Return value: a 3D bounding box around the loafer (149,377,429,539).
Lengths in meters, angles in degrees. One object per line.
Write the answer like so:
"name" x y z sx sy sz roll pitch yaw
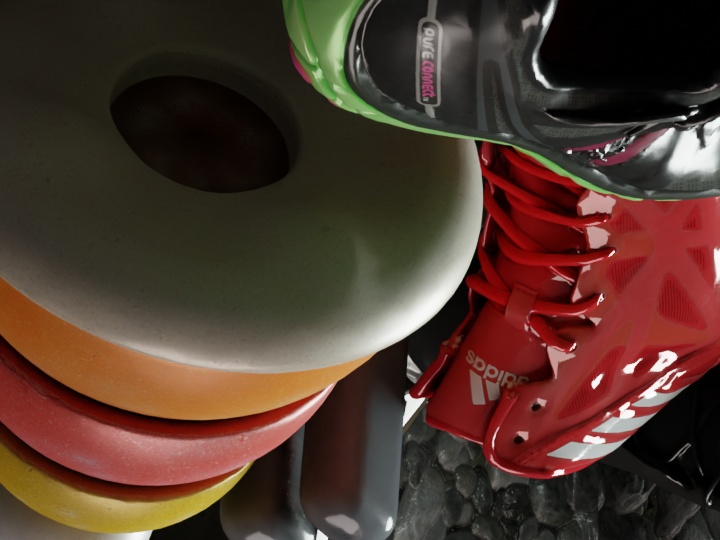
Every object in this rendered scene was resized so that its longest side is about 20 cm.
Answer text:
"loafer" -0.035 0.084 1.019 0.200 0.072 0.073 -34 173 -13

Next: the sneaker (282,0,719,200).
"sneaker" 0.069 -0.052 0.628 0.083 0.077 0.199 6 -175 41

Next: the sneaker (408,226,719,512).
"sneaker" 0.107 0.038 0.896 0.199 0.076 0.091 16 -162 2

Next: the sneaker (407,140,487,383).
"sneaker" 0.014 0.008 0.961 0.199 0.100 0.078 -8 -150 -9

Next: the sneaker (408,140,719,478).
"sneaker" 0.056 -0.003 0.782 0.078 0.116 0.200 39 176 37

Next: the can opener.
"can opener" 0.000 0.000 0.854 0.053 0.201 0.067 -15 142 27

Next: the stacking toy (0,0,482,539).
"stacking toy" -0.063 0.022 0.760 0.145 0.147 0.201 0 138 -24
